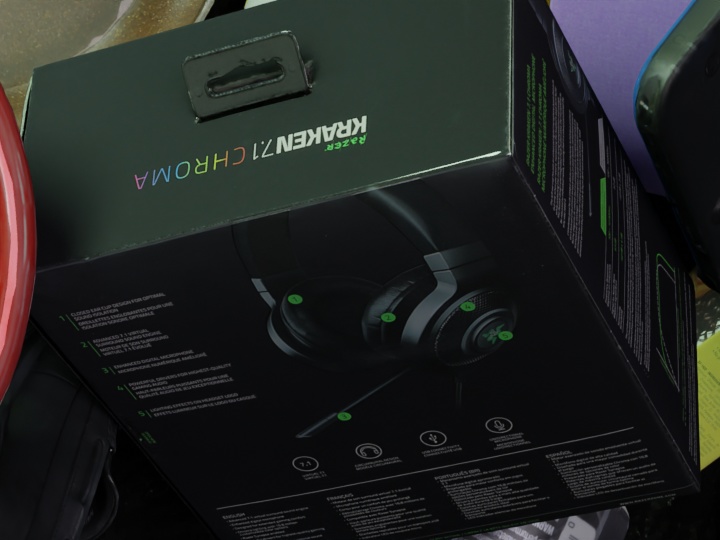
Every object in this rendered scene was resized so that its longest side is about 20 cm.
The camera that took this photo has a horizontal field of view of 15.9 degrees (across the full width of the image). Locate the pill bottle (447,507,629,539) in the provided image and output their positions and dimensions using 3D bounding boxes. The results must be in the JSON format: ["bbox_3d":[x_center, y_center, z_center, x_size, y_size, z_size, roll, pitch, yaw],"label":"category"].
[{"bbox_3d":[0.013,0.156,0.942,0.106,0.106,0.201,32,76,-24],"label":"pill bottle"}]

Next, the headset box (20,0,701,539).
[{"bbox_3d":[0.000,0.000,0.841,0.200,0.173,0.093,54,29,-45],"label":"headset box"}]

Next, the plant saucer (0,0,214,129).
[{"bbox_3d":[-0.138,-0.144,0.906,0.199,0.032,0.202,1,89,-28],"label":"plant saucer"}]

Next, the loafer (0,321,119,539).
[{"bbox_3d":[-0.112,0.062,0.849,0.068,0.201,0.071,-26,109,20],"label":"loafer"}]

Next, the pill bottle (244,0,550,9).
[{"bbox_3d":[0.022,-0.118,0.943,0.114,0.114,0.201,21,81,-26],"label":"pill bottle"}]

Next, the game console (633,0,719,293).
[{"bbox_3d":[0.208,-0.064,0.864,0.200,0.118,0.171,-51,143,-15],"label":"game console"}]

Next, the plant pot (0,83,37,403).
[{"bbox_3d":[-0.218,-0.008,0.777,0.199,0.182,0.202,0,89,-27],"label":"plant pot"}]

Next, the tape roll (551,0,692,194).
[{"bbox_3d":[0.131,-0.127,0.954,0.065,0.200,0.201,13,81,18],"label":"tape roll"}]

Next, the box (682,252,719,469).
[{"bbox_3d":[0.188,-0.007,0.992,0.200,0.075,0.050,-37,112,18],"label":"box"}]
